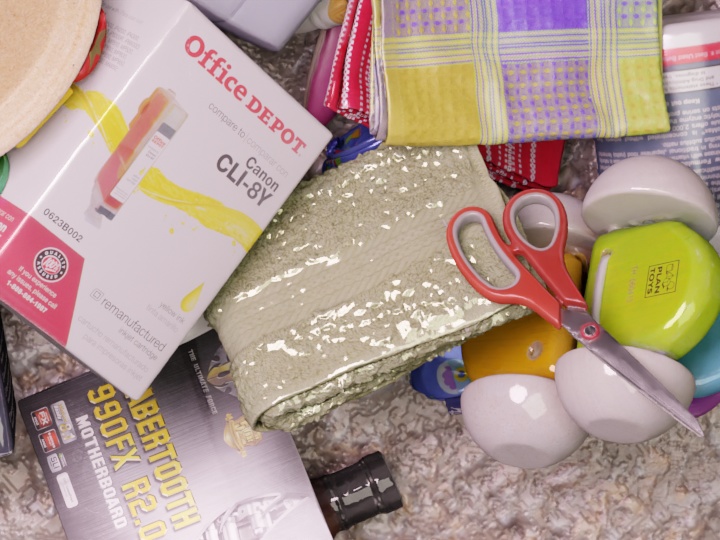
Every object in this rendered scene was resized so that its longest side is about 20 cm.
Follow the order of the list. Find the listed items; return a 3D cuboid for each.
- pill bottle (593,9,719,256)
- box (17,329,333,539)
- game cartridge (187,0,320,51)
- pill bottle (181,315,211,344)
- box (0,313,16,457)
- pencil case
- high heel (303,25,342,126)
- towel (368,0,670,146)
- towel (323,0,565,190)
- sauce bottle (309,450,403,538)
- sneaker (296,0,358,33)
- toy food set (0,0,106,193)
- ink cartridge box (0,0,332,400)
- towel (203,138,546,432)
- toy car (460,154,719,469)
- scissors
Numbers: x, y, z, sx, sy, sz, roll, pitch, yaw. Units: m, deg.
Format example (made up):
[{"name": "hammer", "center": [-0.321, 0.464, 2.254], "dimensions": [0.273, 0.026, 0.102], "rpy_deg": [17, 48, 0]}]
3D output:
[{"name": "pill bottle", "center": [0.213, -0.064, 1.605], "dimensions": [0.119, 0.120, 0.200], "rpy_deg": [-8, 98, -7]}, {"name": "box", "center": [-0.111, 0.148, 1.576], "dimensions": [0.158, 0.048, 0.200], "rpy_deg": [-21, 70, -3]}, {"name": "game cartridge", "center": [-0.088, -0.228, 1.444], "dimensions": [0.200, 0.042, 0.133], "rpy_deg": [43, 73, -23]}, {"name": "pill bottle", "center": [-0.157, -0.049, 1.558], "dimensions": [0.114, 0.114, 0.200], "rpy_deg": [-26, 100, -4]}, {"name": "box", "center": [-0.280, 0.013, 1.531], "dimensions": [0.107, 0.148, 0.200], "rpy_deg": [-9, 97, -6]}, {"name": "pencil case", "center": [0.041, -0.008, 1.610], "dimensions": [0.087, 0.078, 0.200], "rpy_deg": [-22, 100, 3]}, {"name": "high heel", "center": [0.034, -0.171, 1.591], "dimensions": [0.096, 0.067, 0.200], "rpy_deg": [23, 90, 1]}, {"name": "towel", "center": [0.094, -0.147, 1.495], "dimensions": [0.200, 0.023, 0.144], "rpy_deg": [-1, 90, -19]}, {"name": "towel", "center": [0.069, -0.141, 1.567], "dimensions": [0.200, 0.022, 0.145], "rpy_deg": [19, 82, -41]}, {"name": "sauce bottle", "center": [-0.070, 0.177, 1.624], "dimensions": [0.200, 0.066, 0.066], "rpy_deg": [-22, 99, -6]}, {"name": "sneaker", "center": [-0.050, -0.244, 1.558], "dimensions": [0.088, 0.075, 0.200], "rpy_deg": [-14, 69, 27]}, {"name": "toy food set", "center": [-0.231, -0.128, 1.418], "dimensions": [0.198, 0.200, 0.049], "rpy_deg": [-47, 141, -3]}, {"name": "ink cartridge box", "center": [-0.134, -0.050, 1.437], "dimensions": [0.200, 0.083, 0.145], "rpy_deg": [-54, 130, -7]}, {"name": "towel", "center": [0.000, 0.000, 1.487], "dimensions": [0.200, 0.036, 0.148], "rpy_deg": [-25, 64, -1]}, {"name": "toy car", "center": [0.163, 0.039, 1.521], "dimensions": [0.150, 0.200, 0.175], "rpy_deg": [28, 59, -31]}, {"name": "scissors", "center": [0.119, 0.032, 1.421], "dimensions": [0.073, 0.014, 0.200], "rpy_deg": [-26, 61, -7]}]
